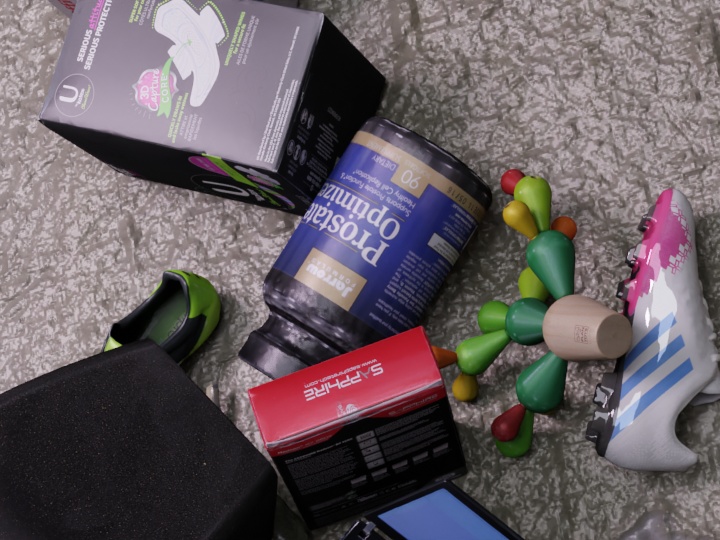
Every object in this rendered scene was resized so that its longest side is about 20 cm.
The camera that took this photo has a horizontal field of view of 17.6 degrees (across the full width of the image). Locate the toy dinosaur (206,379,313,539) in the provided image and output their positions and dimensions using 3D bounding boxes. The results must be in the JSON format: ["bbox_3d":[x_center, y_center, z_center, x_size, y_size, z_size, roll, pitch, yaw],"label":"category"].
[{"bbox_3d":[-0.089,0.182,1.690,0.088,0.047,0.200,-33,65,-8],"label":"toy dinosaur"}]

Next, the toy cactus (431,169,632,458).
[{"bbox_3d":[0.122,0.031,1.612,0.165,0.102,0.201,9,85,61],"label":"toy cactus"}]

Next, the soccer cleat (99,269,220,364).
[{"bbox_3d":[-0.179,0.083,1.729,0.067,0.081,0.200,33,87,24],"label":"soccer cleat"}]

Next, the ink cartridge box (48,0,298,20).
[{"bbox_3d":[-0.154,-0.277,1.791,0.199,0.147,0.145,6,76,20],"label":"ink cartridge box"}]

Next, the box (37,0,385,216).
[{"bbox_3d":[-0.108,-0.128,1.730,0.199,0.149,0.125,14,81,22],"label":"box"}]

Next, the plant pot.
[{"bbox_3d":[-0.166,0.166,1.583,0.177,0.200,0.200,-40,72,-20],"label":"plant pot"}]

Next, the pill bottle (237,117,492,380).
[{"bbox_3d":[0.000,0.000,1.676,0.112,0.112,0.200,30,85,24],"label":"pill bottle"}]

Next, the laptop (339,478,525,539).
[{"bbox_3d":[0.053,0.249,1.536,0.177,0.103,0.200,39,97,-11],"label":"laptop"}]

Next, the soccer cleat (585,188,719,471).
[{"bbox_3d":[0.217,0.045,1.621,0.086,0.070,0.201,15,77,1],"label":"soccer cleat"}]

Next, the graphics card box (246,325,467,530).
[{"bbox_3d":[0.002,0.111,1.584,0.125,0.200,0.051,-21,66,0],"label":"graphics card box"}]
